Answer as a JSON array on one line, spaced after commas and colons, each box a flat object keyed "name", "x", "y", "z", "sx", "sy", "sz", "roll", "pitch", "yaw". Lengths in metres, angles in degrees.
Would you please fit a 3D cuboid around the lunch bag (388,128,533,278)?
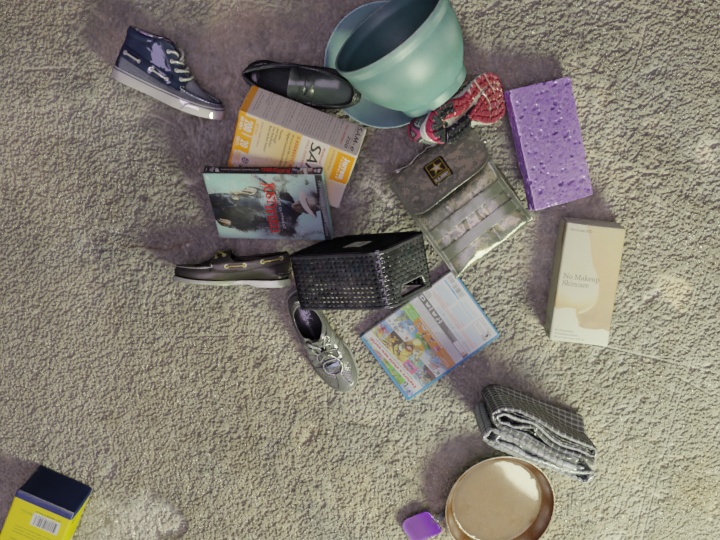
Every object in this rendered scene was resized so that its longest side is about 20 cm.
[{"name": "lunch bag", "x": 0.160, "y": -0.118, "z": 1.599, "sx": 0.163, "sy": 0.118, "sz": 0.201, "roll": -36, "pitch": 92, "yaw": 6}]

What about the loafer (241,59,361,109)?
[{"name": "loafer", "x": -0.096, "y": -0.296, "z": 1.569, "sx": 0.199, "sy": 0.070, "sz": 0.069, "roll": 14, "pitch": 110, "yaw": 18}]

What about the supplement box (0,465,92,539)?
[{"name": "supplement box", "x": -0.576, "y": 0.473, "z": 1.744, "sx": 0.109, "sy": 0.109, "sz": 0.202, "roll": 23, "pitch": 101, "yaw": -3}]

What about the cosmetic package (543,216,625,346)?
[{"name": "cosmetic package", "x": 0.374, "y": 0.017, "z": 1.639, "sx": 0.104, "sy": 0.071, "sz": 0.202, "roll": 5, "pitch": 102, "yaw": 1}]

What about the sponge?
[{"name": "sponge", "x": 0.309, "y": -0.208, "z": 1.604, "sx": 0.111, "sy": 0.030, "sz": 0.202, "roll": -16, "pitch": 100, "yaw": -12}]

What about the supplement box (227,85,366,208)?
[{"name": "supplement box", "x": -0.104, "y": -0.198, "z": 1.584, "sx": 0.198, "sy": 0.074, "sz": 0.127, "roll": 20, "pitch": 138, "yaw": -2}]

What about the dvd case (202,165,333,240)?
[{"name": "dvd case", "x": -0.149, "y": -0.110, "z": 1.609, "sx": 0.198, "sy": 0.022, "sz": 0.147, "roll": 1, "pitch": 136, "yaw": 8}]

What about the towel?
[{"name": "towel", "x": 0.296, "y": 0.268, "z": 1.646, "sx": 0.198, "sy": 0.166, "sz": 0.086, "roll": 22, "pitch": 95, "yaw": -3}]

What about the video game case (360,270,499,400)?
[{"name": "video game case", "x": 0.120, "y": 0.112, "z": 1.695, "sx": 0.199, "sy": 0.018, "sz": 0.144, "roll": -36, "pitch": 98, "yaw": 8}]

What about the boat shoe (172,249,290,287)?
[{"name": "boat shoe", "x": -0.217, "y": -0.006, "z": 1.659, "sx": 0.199, "sy": 0.072, "sz": 0.061, "roll": 1, "pitch": 97, "yaw": -5}]

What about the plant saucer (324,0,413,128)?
[{"name": "plant saucer", "x": 0.040, "y": -0.335, "z": 1.598, "sx": 0.199, "sy": 0.039, "sz": 0.203, "roll": 0, "pitch": 100, "yaw": 2}]

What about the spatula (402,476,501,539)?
[{"name": "spatula", "x": 0.165, "y": 0.422, "z": 1.751, "sx": 0.199, "sy": 0.021, "sz": 0.057, "roll": -34, "pitch": 108, "yaw": 4}]

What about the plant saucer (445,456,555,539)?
[{"name": "plant saucer", "x": 0.244, "y": 0.414, "z": 1.729, "sx": 0.198, "sy": 0.035, "sz": 0.202, "roll": -2, "pitch": 105, "yaw": -6}]

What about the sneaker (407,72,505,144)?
[{"name": "sneaker", "x": 0.157, "y": -0.258, "z": 1.556, "sx": 0.199, "sy": 0.074, "sz": 0.081, "roll": -29, "pitch": 108, "yaw": -36}]

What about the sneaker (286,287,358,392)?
[{"name": "sneaker", "x": -0.072, "y": 0.127, "z": 1.671, "sx": 0.074, "sy": 0.082, "sz": 0.201, "roll": -31, "pitch": 99, "yaw": 8}]

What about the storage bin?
[{"name": "storage bin", "x": 0.000, "y": 0.000, "z": 1.580, "sx": 0.199, "sy": 0.135, "sz": 0.095, "roll": -3, "pitch": 103, "yaw": 39}]

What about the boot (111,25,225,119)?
[{"name": "boot", "x": -0.303, "y": -0.321, "z": 1.594, "sx": 0.198, "sy": 0.073, "sz": 0.091, "roll": 23, "pitch": 107, "yaw": -2}]

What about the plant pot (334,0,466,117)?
[{"name": "plant pot", "x": 0.079, "y": -0.321, "z": 1.494, "sx": 0.200, "sy": 0.201, "sz": 0.134, "roll": -38, "pitch": 118, "yaw": 9}]
